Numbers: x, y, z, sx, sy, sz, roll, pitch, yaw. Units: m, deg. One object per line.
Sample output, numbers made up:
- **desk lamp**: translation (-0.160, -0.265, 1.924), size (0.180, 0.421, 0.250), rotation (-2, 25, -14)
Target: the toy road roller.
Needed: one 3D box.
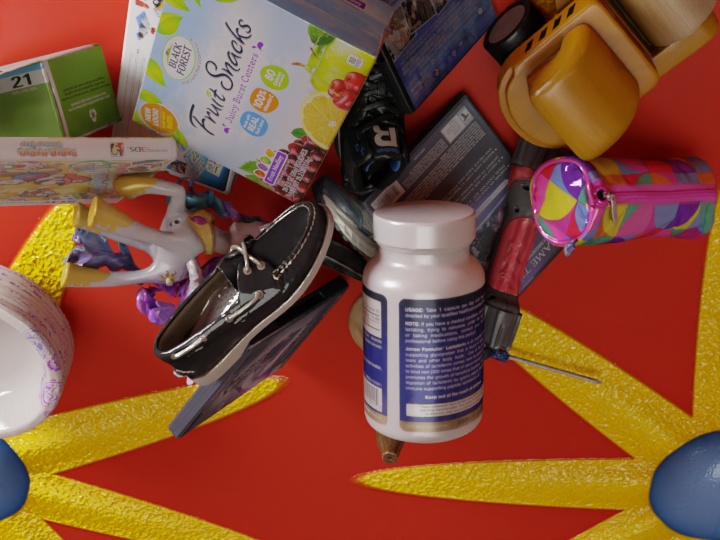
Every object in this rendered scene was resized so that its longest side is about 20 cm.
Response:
- **toy road roller**: translation (0.206, -0.184, 0.886), size (0.199, 0.147, 0.123), rotation (-37, 117, 26)

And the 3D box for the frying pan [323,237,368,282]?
- **frying pan**: translation (-0.008, -0.005, 1.035), size (0.188, 0.031, 0.115), rotation (23, 175, 31)

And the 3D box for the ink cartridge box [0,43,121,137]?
- **ink cartridge box**: translation (-0.322, -0.131, 0.901), size (0.145, 0.200, 0.077), rotation (-8, 108, 19)

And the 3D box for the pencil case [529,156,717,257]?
- **pencil case**: translation (0.245, -0.064, 0.958), size (0.197, 0.089, 0.089), rotation (-6, 136, -37)

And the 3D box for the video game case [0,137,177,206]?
- **video game case**: translation (-0.280, -0.086, 0.941), size (0.179, 0.023, 0.199), rotation (-4, 174, -29)

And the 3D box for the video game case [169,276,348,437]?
- **video game case**: translation (-0.100, 0.085, 1.068), size (0.019, 0.199, 0.143), rotation (44, 120, 7)

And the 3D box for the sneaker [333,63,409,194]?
- **sneaker**: translation (0.022, -0.155, 0.917), size (0.071, 0.113, 0.202), rotation (-3, 136, -13)

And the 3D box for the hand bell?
- **hand bell**: translation (0.033, 0.117, 1.080), size (0.102, 0.202, 0.106), rotation (1, 126, 2)

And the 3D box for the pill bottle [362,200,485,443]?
- **pill bottle**: translation (0.058, 0.044, 0.962), size (0.113, 0.116, 0.204), rotation (0, 107, 3)

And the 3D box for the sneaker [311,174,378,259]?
- **sneaker**: translation (0.037, -0.049, 1.048), size (0.199, 0.078, 0.087), rotation (34, 100, -30)

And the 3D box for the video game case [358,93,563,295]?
- **video game case**: translation (0.108, -0.050, 1.027), size (0.143, 0.019, 0.200), rotation (-45, 118, -4)

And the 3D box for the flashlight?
- **flashlight**: translation (0.153, -0.025, 1.002), size (0.067, 0.067, 0.204), rotation (10, 99, -54)

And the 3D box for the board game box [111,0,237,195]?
- **board game box**: translation (-0.157, -0.175, 0.960), size (0.124, 0.035, 0.202), rotation (20, 130, -1)

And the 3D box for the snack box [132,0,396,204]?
- **snack box**: translation (-0.085, -0.166, 0.855), size (0.166, 0.068, 0.201), rotation (26, 142, -8)

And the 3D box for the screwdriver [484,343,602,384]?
- **screwdriver**: translation (0.179, 0.103, 1.165), size (0.196, 0.029, 0.028), rotation (19, 126, -5)

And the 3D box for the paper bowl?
- **paper bowl**: translation (-0.409, 0.076, 1.131), size (0.196, 0.105, 0.204), rotation (2, 126, 2)

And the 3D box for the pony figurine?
- **pony figurine**: translation (-0.175, -0.008, 0.989), size (0.197, 0.169, 0.193), rotation (11, 142, -26)

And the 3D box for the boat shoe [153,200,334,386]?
- **boat shoe**: translation (-0.104, 0.013, 0.921), size (0.200, 0.074, 0.060), rotation (-46, 130, 12)

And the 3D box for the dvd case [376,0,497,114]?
- **dvd case**: translation (0.037, -0.253, 0.861), size (0.017, 0.143, 0.202), rotation (10, 139, 45)
